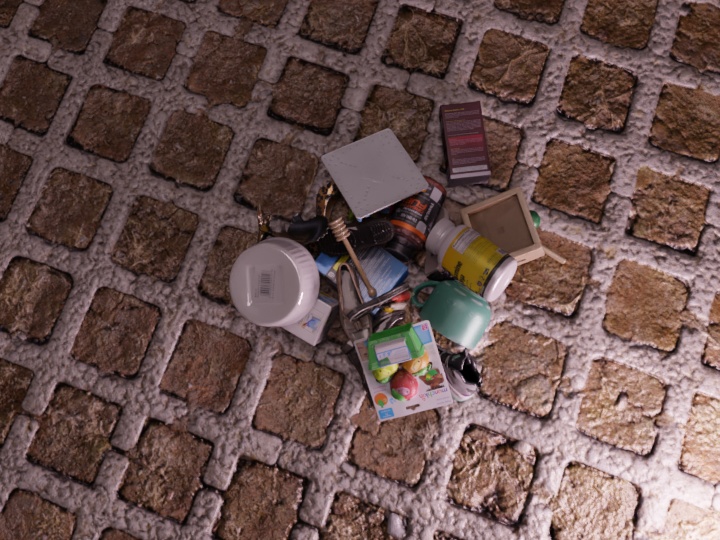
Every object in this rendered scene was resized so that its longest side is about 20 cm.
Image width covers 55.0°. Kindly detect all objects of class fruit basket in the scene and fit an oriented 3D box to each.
[{"bbox_3d":[0.095,0.231,1.560,0.181,0.094,0.205,-15,94,13],"label":"fruit basket"}]

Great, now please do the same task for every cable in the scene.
[{"bbox_3d":[0.055,0.078,1.577,0.097,0.198,0.051,-41,78,36],"label":"cable"}]

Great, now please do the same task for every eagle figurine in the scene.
[{"bbox_3d":[-0.160,-0.057,1.651,0.195,0.153,0.153,13,60,16],"label":"eagle figurine"}]

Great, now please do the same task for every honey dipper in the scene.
[{"bbox_3d":[-0.013,-0.029,1.619,0.037,0.038,0.203,-30,99,-6],"label":"honey dipper"}]

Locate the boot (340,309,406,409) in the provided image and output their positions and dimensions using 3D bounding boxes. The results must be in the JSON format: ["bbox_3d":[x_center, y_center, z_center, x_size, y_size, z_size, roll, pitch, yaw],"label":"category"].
[{"bbox_3d":[0.063,0.210,1.650,0.198,0.069,0.176,-34,82,-2],"label":"boot"}]

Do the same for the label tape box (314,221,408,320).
[{"bbox_3d":[0.000,0.000,1.697,0.199,0.063,0.145,37,80,13],"label":"label tape box"}]

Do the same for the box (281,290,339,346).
[{"bbox_3d":[-0.160,0.079,1.648,0.197,0.112,0.103,29,98,8],"label":"box"}]

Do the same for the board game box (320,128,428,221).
[{"bbox_3d":[0.033,-0.231,1.664,0.197,0.026,0.202,-25,64,-14],"label":"board game box"}]

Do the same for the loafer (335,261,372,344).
[{"bbox_3d":[-0.021,0.079,1.613,0.070,0.063,0.205,-15,76,2],"label":"loafer"}]

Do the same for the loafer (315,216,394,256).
[{"bbox_3d":[-0.011,-0.083,1.661,0.195,0.071,0.075,-7,106,12],"label":"loafer"}]

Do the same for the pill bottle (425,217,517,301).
[{"bbox_3d":[0.248,-0.030,1.577,0.199,0.113,0.113,37,80,23],"label":"pill bottle"}]

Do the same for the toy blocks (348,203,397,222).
[{"bbox_3d":[0.045,-0.209,1.732,0.133,0.101,0.204,7,60,-4],"label":"toy blocks"}]

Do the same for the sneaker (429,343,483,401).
[{"bbox_3d":[0.203,0.201,1.592,0.199,0.140,0.078,40,58,5],"label":"sneaker"}]

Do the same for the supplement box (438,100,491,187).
[{"bbox_3d":[0.265,-0.323,1.768,0.106,0.061,0.205,-5,77,0],"label":"supplement box"}]

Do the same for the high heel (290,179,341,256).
[{"bbox_3d":[-0.066,-0.134,1.724,0.199,0.071,0.144,-41,71,9],"label":"high heel"}]

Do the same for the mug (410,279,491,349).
[{"bbox_3d":[0.214,0.085,1.606,0.182,0.152,0.116,30,98,-6],"label":"mug"}]

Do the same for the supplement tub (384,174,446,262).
[{"bbox_3d":[0.130,-0.126,1.701,0.105,0.107,0.203,23,78,8],"label":"supplement tub"}]

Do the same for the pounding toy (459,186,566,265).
[{"bbox_3d":[0.371,-0.082,1.676,0.196,0.142,0.188,-21,75,15],"label":"pounding toy"}]

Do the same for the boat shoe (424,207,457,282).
[{"bbox_3d":[0.213,-0.052,1.708,0.092,0.074,0.204,26,59,-27],"label":"boat shoe"}]

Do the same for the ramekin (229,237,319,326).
[{"bbox_3d":[-0.197,0.029,1.546,0.195,0.098,0.206,1,94,12],"label":"ramekin"}]
